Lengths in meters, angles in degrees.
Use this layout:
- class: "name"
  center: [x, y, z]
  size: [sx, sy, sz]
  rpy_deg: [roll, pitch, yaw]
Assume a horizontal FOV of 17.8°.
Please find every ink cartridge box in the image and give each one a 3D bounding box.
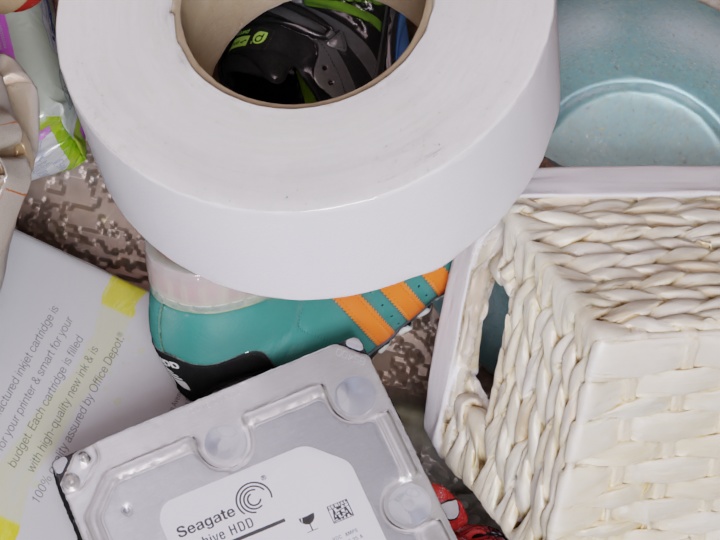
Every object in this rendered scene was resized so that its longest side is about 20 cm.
- class: "ink cartridge box"
  center: [-0.125, 0.081, 0.999]
  size: [0.199, 0.084, 0.146]
  rpy_deg: [25, 56, 0]

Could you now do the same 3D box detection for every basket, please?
- class: "basket"
  center: [0.145, 0.042, 0.963]
  size: [0.199, 0.123, 0.136]
  rpy_deg: [-2, 120, -22]

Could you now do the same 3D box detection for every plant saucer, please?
- class: "plant saucer"
  center: [0.122, -0.032, 1.053]
  size: [0.200, 0.039, 0.202]
  rpy_deg: [0, 90, 0]

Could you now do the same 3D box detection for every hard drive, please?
- class: "hard drive"
  center: [-0.022, 0.139, 0.905]
  size: [0.139, 0.038, 0.201]
  rpy_deg: [-21, 67, -11]

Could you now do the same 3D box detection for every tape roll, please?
- class: "tape roll"
  center: [-0.020, -0.091, 0.929]
  size: [0.201, 0.071, 0.203]
  rpy_deg: [-3, 61, 6]

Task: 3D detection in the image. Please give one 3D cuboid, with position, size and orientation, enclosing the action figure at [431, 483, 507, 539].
- class: "action figure"
  center: [0.085, 0.153, 0.998]
  size: [0.052, 0.065, 0.200]
  rpy_deg: [-46, 119, 7]

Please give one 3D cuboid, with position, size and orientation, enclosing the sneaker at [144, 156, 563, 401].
- class: "sneaker"
  center: [0.000, 0.000, 0.994]
  size: [0.199, 0.071, 0.080]
  rpy_deg: [-14, 127, -22]

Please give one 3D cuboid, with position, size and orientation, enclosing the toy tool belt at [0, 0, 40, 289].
- class: "toy tool belt"
  center: [-0.191, -0.055, 0.888]
  size: [0.125, 0.123, 0.201]
  rpy_deg: [23, 102, 43]

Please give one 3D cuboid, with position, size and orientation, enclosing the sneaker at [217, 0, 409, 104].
- class: "sneaker"
  center: [-0.023, -0.113, 1.027]
  size: [0.082, 0.071, 0.201]
  rpy_deg: [-8, 90, -41]

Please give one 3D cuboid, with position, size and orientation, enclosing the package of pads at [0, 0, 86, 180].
- class: "package of pads"
  center: [-0.231, -0.091, 1.020]
  size: [0.199, 0.068, 0.155]
  rpy_deg: [-16, 71, 0]

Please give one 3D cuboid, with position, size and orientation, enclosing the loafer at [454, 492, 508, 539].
- class: "loafer"
  center: [-0.005, 0.171, 1.042]
  size: [0.199, 0.070, 0.070]
  rpy_deg: [-30, 126, -5]
